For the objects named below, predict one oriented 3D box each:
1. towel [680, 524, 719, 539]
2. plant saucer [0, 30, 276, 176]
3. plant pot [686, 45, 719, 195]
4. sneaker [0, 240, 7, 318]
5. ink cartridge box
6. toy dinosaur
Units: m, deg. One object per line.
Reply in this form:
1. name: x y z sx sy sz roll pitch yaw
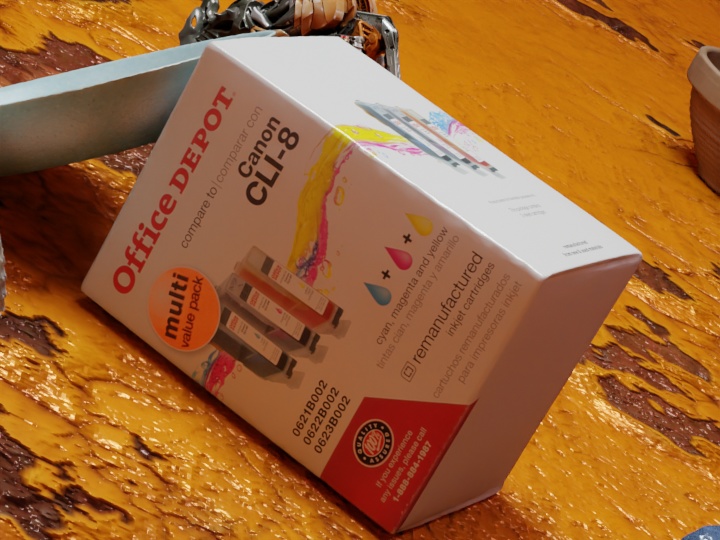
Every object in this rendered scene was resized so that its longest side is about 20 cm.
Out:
1. towel: 0.232 0.199 1.200 0.111 0.049 0.200 15 24 -42
2. plant saucer: -0.134 -0.078 1.252 0.200 0.039 0.201 -13 9 2
3. plant pot: 0.347 -0.098 2.128 0.200 0.093 0.201 28 17 -9
4. sneaker: -0.222 -0.049 1.120 0.070 0.099 0.201 88 -19 -63
5. ink cartridge box: 0.000 0.000 1.207 0.200 0.146 0.144 36 18 18
6. toy dinosaur: -0.030 -0.144 1.558 0.102 0.135 0.201 34 53 -43
